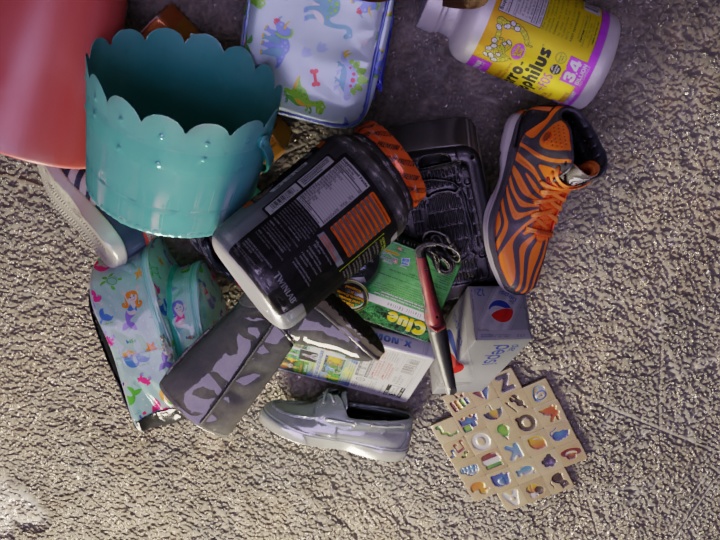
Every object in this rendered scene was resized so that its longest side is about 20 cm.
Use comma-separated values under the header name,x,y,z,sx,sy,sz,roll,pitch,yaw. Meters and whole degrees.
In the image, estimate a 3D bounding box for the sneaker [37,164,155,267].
name,x,y,z,sx,sy,sz,roll,pitch,yaw
sneaker,-0.300,-0.090,1.247,0.200,0.084,0.075,47,153,24

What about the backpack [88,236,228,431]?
name,x,y,z,sx,sy,sz,roll,pitch,yaw
backpack,-0.234,0.062,1.276,0.148,0.178,0.203,-21,108,7

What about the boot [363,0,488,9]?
name,x,y,z,sx,sy,sz,roll,pitch,yaw
boot,0.044,-0.343,1.063,0.196,0.158,0.077,8,150,1

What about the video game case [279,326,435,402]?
name,x,y,z,sx,sy,sz,roll,pitch,yaw
video game case,-0.013,0.102,1.293,0.179,0.022,0.200,15,159,-2

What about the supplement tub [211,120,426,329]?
name,x,y,z,sx,sy,sz,roll,pitch,yaw
supplement tub,-0.038,-0.048,1.070,0.199,0.122,0.123,-39,110,-11

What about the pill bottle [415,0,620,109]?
name,x,y,z,sx,sy,sz,roll,pitch,yaw
pill bottle,0.160,-0.250,1.126,0.197,0.105,0.105,21,116,-5

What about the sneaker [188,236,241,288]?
name,x,y,z,sx,sy,sz,roll,pitch,yaw
sneaker,-0.178,-0.063,1.266,0.199,0.075,0.081,41,113,-13

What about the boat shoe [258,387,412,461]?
name,x,y,z,sx,sy,sz,roll,pitch,yaw
boat shoe,-0.028,0.185,1.384,0.197,0.070,0.073,14,107,-6

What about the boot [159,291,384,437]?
name,x,y,z,sx,sy,sz,roll,pitch,yaw
boot,-0.096,0.103,1.169,0.181,0.073,0.201,36,98,1

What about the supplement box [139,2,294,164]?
name,x,y,z,sx,sy,sz,roll,pitch,yaw
supplement box,-0.165,-0.196,1.205,0.069,0.067,0.200,-40,106,22

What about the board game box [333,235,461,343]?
name,x,y,z,sx,sy,sz,roll,pitch,yaw
board game box,0.000,0.000,1.177,0.197,0.024,0.106,21,116,-5

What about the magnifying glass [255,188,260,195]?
name,x,y,z,sx,sy,sz,roll,pitch,yaw
magnifying glass,-0.132,-0.098,1.253,0.022,0.080,0.200,-44,96,-1

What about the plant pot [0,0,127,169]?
name,x,y,z,sx,sy,sz,roll,pitch,yaw
plant pot,-0.338,-0.229,1.147,0.197,0.201,0.180,21,106,-6

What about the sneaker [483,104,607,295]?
name,x,y,z,sx,sy,sz,roll,pitch,yaw
sneaker,0.193,-0.075,1.130,0.077,0.111,0.204,6,87,-36

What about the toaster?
name,x,y,z,sx,sy,sz,roll,pitch,yaw
toaster,0.057,-0.067,1.217,0.177,0.119,0.203,-11,115,10

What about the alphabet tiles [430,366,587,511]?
name,x,y,z,sx,sy,sz,roll,pitch,yaw
alphabet tiles,0.193,0.221,1.409,0.164,0.006,0.202,-25,111,16

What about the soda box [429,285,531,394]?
name,x,y,z,sx,sy,sz,roll,pitch,yaw
soda box,0.132,0.083,1.247,0.067,0.065,0.200,-1,158,-12

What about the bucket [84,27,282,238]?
name,x,y,z,sx,sy,sz,roll,pitch,yaw
bucket,-0.182,-0.138,1.089,0.203,0.208,0.136,15,124,-2

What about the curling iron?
name,x,y,z,sx,sy,sz,roll,pitch,yaw
curling iron,0.089,0.051,1.167,0.049,0.026,0.203,-1,118,9

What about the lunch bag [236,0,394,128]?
name,x,y,z,sx,sy,sz,roll,pitch,yaw
lunch bag,-0.043,-0.260,1.153,0.158,0.083,0.203,12,116,0
